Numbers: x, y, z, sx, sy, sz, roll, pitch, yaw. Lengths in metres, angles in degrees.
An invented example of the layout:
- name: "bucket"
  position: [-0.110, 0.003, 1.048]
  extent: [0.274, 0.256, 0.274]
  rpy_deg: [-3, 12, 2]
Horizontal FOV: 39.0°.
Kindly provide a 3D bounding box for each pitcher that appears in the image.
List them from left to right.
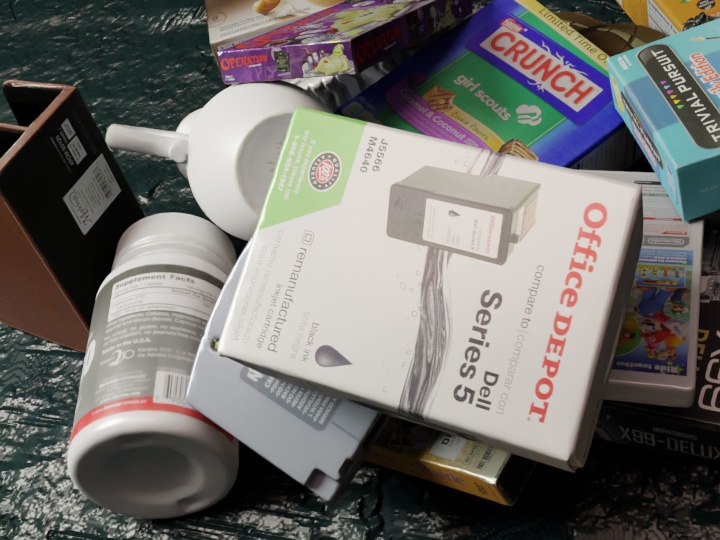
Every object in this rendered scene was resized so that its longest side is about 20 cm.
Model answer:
- name: "pitcher"
  position: [-0.106, -0.090, 0.794]
  extent: [0.169, 0.123, 0.200]
  rpy_deg: [2, 10, -20]

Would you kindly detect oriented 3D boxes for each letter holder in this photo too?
- name: "letter holder"
  position: [-0.261, -0.042, 0.808]
  extent: [0.140, 0.201, 0.101]
  rpy_deg: [12, 52, 27]

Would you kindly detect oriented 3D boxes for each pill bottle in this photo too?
- name: "pill bottle"
  position: [-0.141, 0.062, 0.733]
  extent: [0.112, 0.115, 0.202]
  rpy_deg: [-11, 45, 7]

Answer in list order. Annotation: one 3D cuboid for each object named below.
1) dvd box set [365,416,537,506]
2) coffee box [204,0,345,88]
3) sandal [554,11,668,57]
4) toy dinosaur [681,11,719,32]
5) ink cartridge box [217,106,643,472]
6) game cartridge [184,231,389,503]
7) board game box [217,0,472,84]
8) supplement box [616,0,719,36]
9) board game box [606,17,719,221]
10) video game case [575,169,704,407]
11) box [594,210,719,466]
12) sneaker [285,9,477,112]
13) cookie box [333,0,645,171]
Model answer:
- name: "dvd box set"
  position: [0.050, 0.068, 0.684]
  extent: [0.198, 0.030, 0.147]
  rpy_deg: [7, 51, 44]
- name: "coffee box"
  position: [-0.050, -0.255, 1.021]
  extent: [0.197, 0.080, 0.115]
  rpy_deg: [-16, 45, 3]
- name: "sandal"
  position: [0.208, -0.183, 0.893]
  extent: [0.079, 0.055, 0.200]
  rpy_deg: [-20, 29, -20]
- name: "toy dinosaur"
  position: [0.307, -0.177, 0.788]
  extent: [0.200, 0.088, 0.048]
  rpy_deg: [-41, 15, 19]
- name: "ink cartridge box"
  position: [0.042, 0.009, 0.559]
  extent: [0.197, 0.084, 0.148]
  rpy_deg: [14, 80, 18]
- name: "game cartridge"
  position: [-0.017, 0.022, 0.634]
  extent: [0.132, 0.040, 0.201]
  rpy_deg: [31, 85, 14]
- name: "board game box"
  position: [-0.006, -0.186, 0.791]
  extent: [0.119, 0.033, 0.200]
  rpy_deg: [-3, 23, 32]
- name: "supplement box"
  position: [0.282, -0.247, 0.915]
  extent: [0.066, 0.069, 0.201]
  rpy_deg: [-21, 48, 1]
- name: "board game box"
  position: [0.285, -0.125, 0.687]
  extent: [0.197, 0.047, 0.152]
  rpy_deg: [-19, 38, 7]
- name: "video game case"
  position: [0.143, 0.001, 0.648]
  extent: [0.141, 0.018, 0.201]
  rpy_deg: [4, 42, 18]
- name: "box"
  position: [0.230, 0.030, 0.685]
  extent: [0.156, 0.050, 0.201]
  rpy_deg: [10, 53, 27]
- name: "sneaker"
  position: [0.013, -0.199, 0.919]
  extent: [0.197, 0.075, 0.083]
  rpy_deg: [-20, 49, 3]
- name: "cookie box"
  position: [0.108, -0.113, 0.819]
  extent: [0.199, 0.076, 0.171]
  rpy_deg: [-36, 60, -15]
